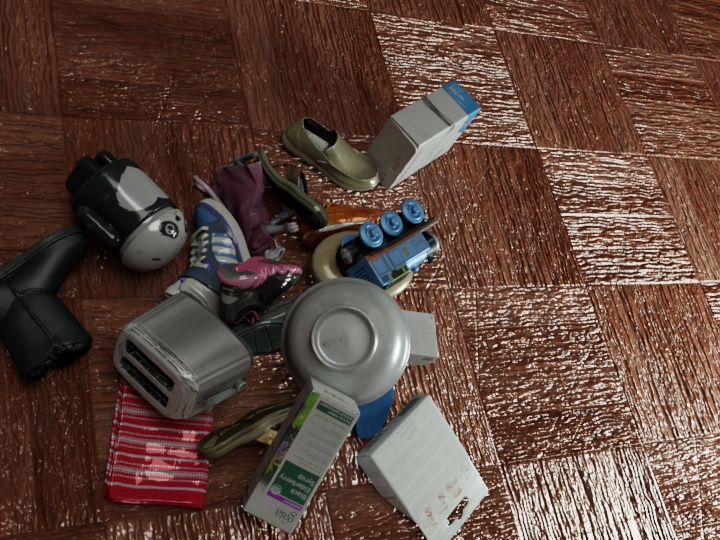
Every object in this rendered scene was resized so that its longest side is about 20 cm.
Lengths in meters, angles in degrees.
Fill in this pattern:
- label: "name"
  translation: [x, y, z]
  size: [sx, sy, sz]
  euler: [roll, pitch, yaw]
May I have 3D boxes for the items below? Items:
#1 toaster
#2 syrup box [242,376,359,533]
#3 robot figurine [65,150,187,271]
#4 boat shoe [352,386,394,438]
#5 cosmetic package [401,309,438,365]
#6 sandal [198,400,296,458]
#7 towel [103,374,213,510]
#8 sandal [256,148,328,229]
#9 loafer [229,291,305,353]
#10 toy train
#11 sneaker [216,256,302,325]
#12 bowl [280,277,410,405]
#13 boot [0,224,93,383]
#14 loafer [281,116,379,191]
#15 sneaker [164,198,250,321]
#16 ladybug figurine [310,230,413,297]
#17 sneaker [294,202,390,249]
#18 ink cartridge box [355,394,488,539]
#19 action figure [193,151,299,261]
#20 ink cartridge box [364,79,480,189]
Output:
- label: "toaster"
  translation: [-0.263, 0.120, 1.251]
  size: [0.200, 0.114, 0.129]
  euler: [40, 38, 15]
- label: "syrup box"
  translation: [-0.086, 0.262, 1.237]
  size: [0.079, 0.081, 0.200]
  euler: [30, 92, -9]
- label: "robot figurine"
  translation: [-0.357, -0.092, 1.334]
  size: [0.200, 0.125, 0.150]
  euler: [46, 69, 3]
- label: "boat shoe"
  translation: [0.015, 0.166, 1.394]
  size: [0.084, 0.069, 0.201]
  euler: [11, 91, -39]
- label: "cosmetic package"
  translation: [0.031, 0.107, 1.469]
  size: [0.199, 0.051, 0.083]
  euler: [9, 63, -22]
- label: "sandal"
  translation: [-0.149, 0.241, 1.289]
  size: [0.200, 0.080, 0.054]
  euler: [-23, 100, -39]
- label: "towel"
  translation: [-0.285, 0.240, 1.249]
  size: [0.144, 0.022, 0.201]
  euler: [13, 58, -22]
- label: "sandal"
  translation: [-0.111, -0.144, 1.493]
  size: [0.057, 0.080, 0.201]
  euler: [-40, 61, -12]
- label: "loafer"
  translation: [-0.125, 0.077, 1.389]
  size: [0.199, 0.072, 0.063]
  euler: [-17, 48, -15]
- label: "toy train"
  translation: [0.054, -0.039, 1.457]
  size: [0.200, 0.087, 0.114]
  euler: [-30, 89, -38]
- label: "sneaker"
  translation: [-0.158, 0.033, 1.333]
  size: [0.079, 0.096, 0.200]
  euler: [12, 12, 25]
- label: "bowl"
  translation: [-0.024, 0.103, 1.297]
  size: [0.200, 0.090, 0.202]
  euler: [0, 81, 1]
- label: "boot"
  translation: [-0.434, 0.047, 1.244]
  size: [0.200, 0.076, 0.168]
  euler: [-38, 80, -30]
- label: "loafer"
  translation: [-0.049, -0.215, 1.601]
  size: [0.200, 0.068, 0.076]
  euler: [27, 54, -12]
- label: "sneaker"
  translation: [-0.253, -0.012, 1.369]
  size: [0.146, 0.081, 0.201]
  euler: [-21, 81, -41]
- label: "ladybug figurine"
  translation: [0.000, 0.000, 1.501]
  size: [0.199, 0.072, 0.136]
  euler: [-1, 64, -28]
- label: "sneaker"
  translation: [-0.023, -0.093, 1.546]
  size: [0.199, 0.073, 0.077]
  euler: [-6, 56, -33]
- label: "ink cartridge box"
  translation: [0.103, 0.327, 1.398]
  size: [0.160, 0.047, 0.200]
  euler: [-40, 102, -37]
- label: "action figure"
  translation: [-0.183, -0.087, 1.430]
  size: [0.148, 0.134, 0.201]
  euler: [-16, 90, -6]
- label: "ink cartridge box"
  translation: [0.116, -0.260, 1.662]
  size: [0.200, 0.146, 0.086]
  euler: [-34, 80, -37]
